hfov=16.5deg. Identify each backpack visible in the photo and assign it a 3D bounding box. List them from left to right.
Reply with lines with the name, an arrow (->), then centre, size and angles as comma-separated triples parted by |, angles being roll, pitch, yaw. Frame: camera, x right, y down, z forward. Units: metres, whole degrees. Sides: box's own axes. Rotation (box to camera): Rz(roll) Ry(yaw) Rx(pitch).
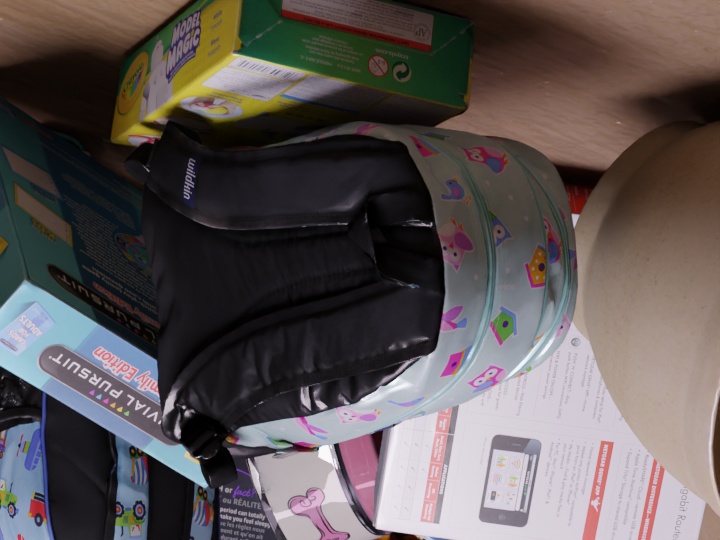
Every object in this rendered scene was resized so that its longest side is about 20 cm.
backpack -> -0.158, 0.112, 1.400 | 0.134, 0.201, 0.182 | -13, 161, 28
backpack -> -0.003, -0.001, 1.117 | 0.126, 0.168, 0.200 | -10, 177, -43

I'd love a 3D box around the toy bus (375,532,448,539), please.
toy bus -> 0.049, 0.118, 1.641 | 0.135, 0.201, 0.192 | 13, 158, -23

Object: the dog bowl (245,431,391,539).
dog bowl -> -0.011, 0.074, 1.503 | 0.074, 0.201, 0.200 | -10, 162, 15

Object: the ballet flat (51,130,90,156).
ballet flat -> -0.190, -0.016, 1.429 | 0.071, 0.072, 0.200 | 8, 159, -4

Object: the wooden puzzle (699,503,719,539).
wooden puzzle -> 0.248, 0.118, 1.485 | 0.046, 0.200, 0.186 | 40, 158, 46

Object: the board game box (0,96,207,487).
board game box -> -0.139, 0.003, 1.245 | 0.151, 0.047, 0.200 | 35, -163, -32

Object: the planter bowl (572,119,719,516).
planter bowl -> 0.182, 0.007, 1.168 | 0.135, 0.201, 0.200 | 31, -176, 38

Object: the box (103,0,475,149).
box -> -0.039, -0.084, 1.166 | 0.117, 0.049, 0.200 | 12, 164, -22

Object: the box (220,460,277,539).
box -> -0.087, 0.105, 1.627 | 0.122, 0.201, 0.106 | 14, 165, -25

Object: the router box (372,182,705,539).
router box -> 0.108, 0.055, 1.343 | 0.179, 0.201, 0.049 | 8, -159, -2
